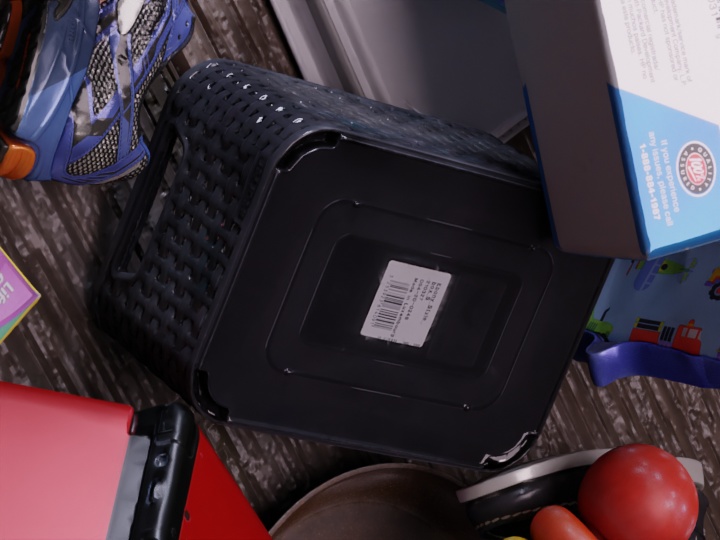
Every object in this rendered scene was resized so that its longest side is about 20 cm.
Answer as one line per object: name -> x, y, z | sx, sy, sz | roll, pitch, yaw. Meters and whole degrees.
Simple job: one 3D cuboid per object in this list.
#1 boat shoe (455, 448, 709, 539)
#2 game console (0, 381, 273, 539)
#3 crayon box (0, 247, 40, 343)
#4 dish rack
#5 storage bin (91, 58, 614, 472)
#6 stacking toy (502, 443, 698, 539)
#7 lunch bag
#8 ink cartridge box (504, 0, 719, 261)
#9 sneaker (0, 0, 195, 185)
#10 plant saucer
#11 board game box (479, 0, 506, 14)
boat shoe -> 0.112, 0.123, 1.371 | 0.200, 0.074, 0.060 | 12, 64, -61
game console -> -0.123, 0.156, 1.159 | 0.200, 0.119, 0.172 | -80, 151, -43
crayon box -> -0.238, 0.058, 1.043 | 0.200, 0.172, 0.058 | -52, 121, -26
dish rack -> 0.036, -0.143, 1.347 | 0.172, 0.044, 0.200 | -37, 113, -32
storage bin -> 0.000, 0.000, 1.261 | 0.200, 0.094, 0.135 | 13, 105, -39
stacking toy -> 0.070, 0.155, 1.272 | 0.200, 0.085, 0.085 | -40, 118, -5
lunch bag -> 0.176, -0.011, 1.388 | 0.200, 0.150, 0.094 | -40, 125, -30
ink cartridge box -> 0.174, -0.099, 1.236 | 0.200, 0.084, 0.146 | -15, 98, -24
sneaker -> -0.105, -0.127, 1.213 | 0.078, 0.075, 0.200 | 20, 88, -32
plant saucer -> 0.003, 0.189, 1.335 | 0.200, 0.032, 0.200 | -1, 91, -40
board game box -> 0.052, -0.235, 1.301 | 0.151, 0.047, 0.200 | 20, 77, -38
